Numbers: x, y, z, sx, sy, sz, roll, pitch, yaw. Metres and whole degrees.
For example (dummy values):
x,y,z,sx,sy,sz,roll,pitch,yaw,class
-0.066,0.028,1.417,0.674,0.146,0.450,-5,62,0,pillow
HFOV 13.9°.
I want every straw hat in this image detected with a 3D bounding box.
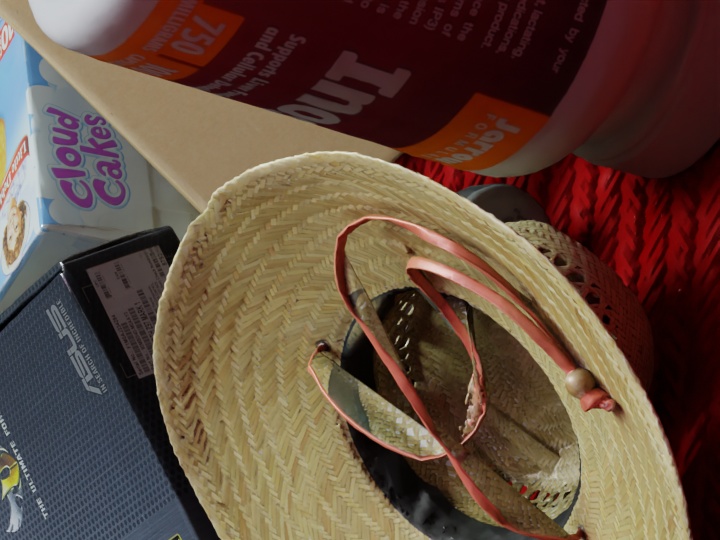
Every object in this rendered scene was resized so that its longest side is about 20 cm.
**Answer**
x,y,z,sx,sy,sz,roll,pitch,yaw,class
0.040,0.034,0.849,0.085,0.201,0.201,-41,1,-40,straw hat

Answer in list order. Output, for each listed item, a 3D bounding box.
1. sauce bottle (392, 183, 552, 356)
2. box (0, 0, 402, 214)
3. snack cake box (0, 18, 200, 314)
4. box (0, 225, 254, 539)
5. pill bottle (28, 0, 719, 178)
x,y,z,sx,sy,sz,roll,pitch,yaw,class
0.000,0.000,0.986,0.200,0.066,0.066,-7,69,61,sauce bottle
-0.041,-0.121,0.925,0.163,0.200,0.021,-45,5,0,box
-0.128,-0.001,1.097,0.200,0.067,0.115,-52,36,45,snack cake box
-0.071,0.107,0.972,0.158,0.051,0.200,-38,76,52,box
0.013,-0.092,0.846,0.113,0.200,0.113,-41,41,49,pill bottle
